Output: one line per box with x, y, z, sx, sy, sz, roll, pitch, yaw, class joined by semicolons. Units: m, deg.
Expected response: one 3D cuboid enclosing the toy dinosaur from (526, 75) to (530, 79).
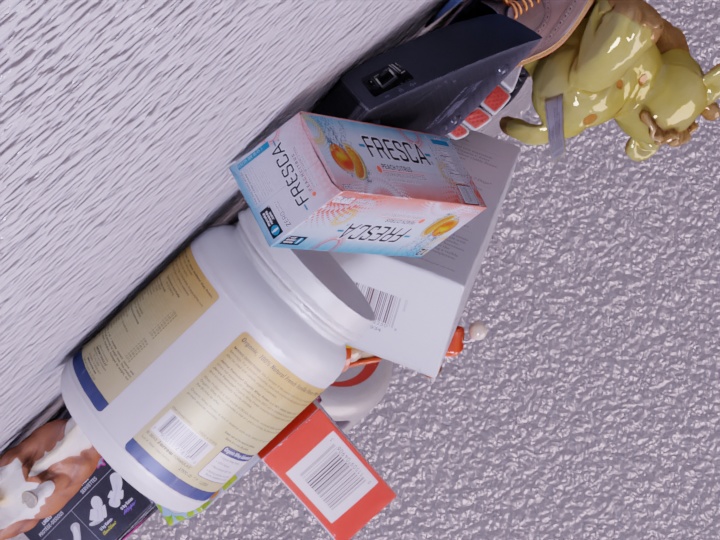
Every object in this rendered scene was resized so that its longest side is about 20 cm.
0.177;-0.227;1.930;0.200;0.106;0.060;-37;179;24;toy dinosaur

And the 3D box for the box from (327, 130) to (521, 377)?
0.037;-0.029;1.724;0.200;0.124;0.098;-64;172;-51;box

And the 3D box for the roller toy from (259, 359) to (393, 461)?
-0.075;0.091;2.133;0.140;0.183;0.200;-44;178;42;roller toy

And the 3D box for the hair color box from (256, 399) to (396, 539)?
-0.059;0.119;1.708;0.064;0.111;0.200;-41;-149;-2;hair color box

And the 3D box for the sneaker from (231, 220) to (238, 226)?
-0.106;0.010;1.686;0.200;0.075;0.087;-51;173;-13;sneaker

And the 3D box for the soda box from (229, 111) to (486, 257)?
0.002;-0.054;1.457;0.068;0.064;0.200;-36;160;24;soda box

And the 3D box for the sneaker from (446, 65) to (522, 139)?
0.092;-0.164;1.762;0.200;0.077;0.082;-42;-176;-16;sneaker

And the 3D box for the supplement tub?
-0.101;0.059;1.575;0.200;0.144;0.144;-43;178;8;supplement tub

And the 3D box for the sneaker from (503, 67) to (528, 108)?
0.063;-0.148;1.926;0.200;0.072;0.083;-44;-153;-5;sneaker

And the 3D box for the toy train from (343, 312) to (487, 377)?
0.029;0.061;1.827;0.200;0.150;0.056;-47;140;-86;toy train

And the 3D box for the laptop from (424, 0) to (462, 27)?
0.179;-0.230;1.570;0.187;0.199;0.116;-41;143;-50;laptop

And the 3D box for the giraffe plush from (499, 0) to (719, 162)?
0.225;-0.169;1.824;0.172;0.162;0.201;-9;-108;55;giraffe plush

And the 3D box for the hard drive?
0.029;-0.118;1.546;0.200;0.042;0.135;-27;166;-45;hard drive

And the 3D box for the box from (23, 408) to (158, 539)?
-0.214;0.163;1.951;0.132;0.115;0.200;-46;178;28;box

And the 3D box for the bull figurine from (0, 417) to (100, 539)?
-0.261;0.163;1.761;0.200;0.065;0.121;-48;172;38;bull figurine

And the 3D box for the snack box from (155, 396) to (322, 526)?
-0.133;0.108;1.889;0.053;0.142;0.200;-28;-173;39;snack box

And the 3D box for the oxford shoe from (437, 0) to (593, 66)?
0.119;-0.196;1.688;0.200;0.071;0.073;-42;173;-15;oxford shoe
